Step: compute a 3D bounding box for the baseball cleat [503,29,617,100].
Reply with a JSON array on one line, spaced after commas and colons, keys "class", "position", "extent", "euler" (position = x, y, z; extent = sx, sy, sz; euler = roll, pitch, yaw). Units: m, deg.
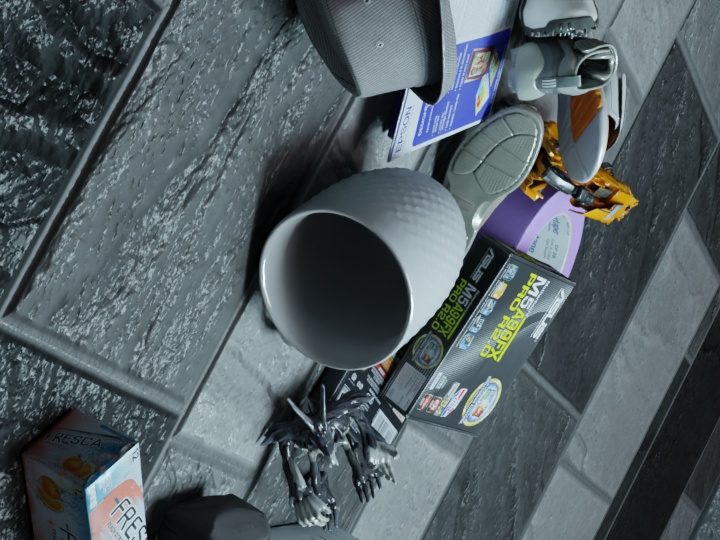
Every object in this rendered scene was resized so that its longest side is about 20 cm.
[{"class": "baseball cleat", "position": [0.198, -0.209, 1.716], "extent": [0.200, 0.106, 0.070], "euler": [-69, 158, -58]}]

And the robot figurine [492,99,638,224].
[{"class": "robot figurine", "position": [0.207, -0.108, 1.845], "extent": [0.058, 0.145, 0.199], "euler": [-48, 148, 21]}]

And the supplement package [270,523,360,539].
[{"class": "supplement package", "position": [-0.058, 0.326, 1.762], "extent": [0.200, 0.109, 0.114], "euler": [10, 104, -65]}]

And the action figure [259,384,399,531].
[{"class": "action figure", "position": [-0.023, 0.184, 1.702], "extent": [0.118, 0.102, 0.200], "euler": [-27, 153, -5]}]

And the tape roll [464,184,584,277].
[{"class": "tape roll", "position": [0.173, -0.012, 1.969], "extent": [0.200, 0.065, 0.201], "euler": [-44, 148, -37]}]

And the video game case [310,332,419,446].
[{"class": "video game case", "position": [0.029, 0.093, 1.823], "extent": [0.181, 0.025, 0.200], "euler": [-59, 154, -13]}]

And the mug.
[{"class": "mug", "position": [0.000, 0.000, 1.564], "extent": [0.200, 0.148, 0.175], "euler": [-44, 177, 34]}]

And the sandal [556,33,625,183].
[{"class": "sandal", "position": [0.235, -0.185, 1.770], "extent": [0.079, 0.059, 0.208], "euler": [135, -42, -54]}]

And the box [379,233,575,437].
[{"class": "box", "position": [0.124, 0.071, 1.843], "extent": [0.201, 0.044, 0.160], "euler": [-57, 147, 7]}]

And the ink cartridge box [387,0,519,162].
[{"class": "ink cartridge box", "position": [0.081, -0.215, 1.621], "extent": [0.200, 0.047, 0.199], "euler": [-25, 135, -54]}]

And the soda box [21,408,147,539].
[{"class": "soda box", "position": [-0.211, 0.208, 1.389], "extent": [0.064, 0.068, 0.201], "euler": [-43, 146, -40]}]

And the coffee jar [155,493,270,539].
[{"class": "coffee jar", "position": [-0.151, 0.299, 1.578], "extent": [0.104, 0.085, 0.201], "euler": [-6, 119, -59]}]

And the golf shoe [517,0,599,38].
[{"class": "golf shoe", "position": [0.185, -0.285, 1.684], "extent": [0.200, 0.077, 0.095], "euler": [-87, 172, -60]}]

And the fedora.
[{"class": "fedora", "position": [0.002, -0.215, 1.369], "extent": [0.090, 0.177, 0.201], "euler": [-20, 118, -12]}]

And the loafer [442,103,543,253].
[{"class": "loafer", "position": [0.119, -0.090, 1.767], "extent": [0.201, 0.072, 0.063], "euler": [-57, 179, 28]}]
